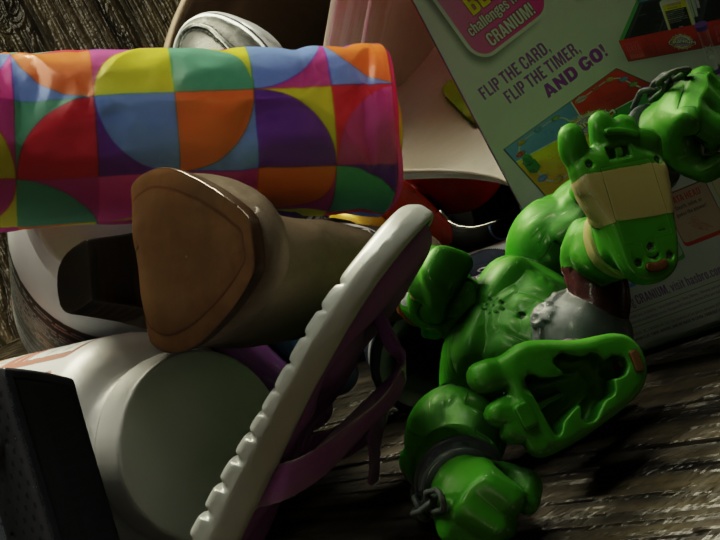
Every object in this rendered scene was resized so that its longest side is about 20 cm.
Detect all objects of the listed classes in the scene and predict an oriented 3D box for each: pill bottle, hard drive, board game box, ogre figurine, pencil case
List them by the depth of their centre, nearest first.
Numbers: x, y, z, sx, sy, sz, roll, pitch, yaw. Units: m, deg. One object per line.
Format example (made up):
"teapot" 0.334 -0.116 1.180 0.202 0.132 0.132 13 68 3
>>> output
"ogre figurine" 0.068 0.022 0.713 0.098 0.200 0.120 15 -19 -14
"board game box" 0.122 -0.075 0.776 0.153 0.200 0.040 -22 9 38
"hard drive" -0.167 0.115 0.833 0.042 0.135 0.200 -14 -5 -37
"pencil case" -0.081 -0.060 0.842 0.199 0.089 0.088 -2 3 -9
"pill bottle" -0.122 0.089 0.896 0.112 0.112 0.200 -32 11 -33
"pill bottle" -0.124 -0.009 0.970 0.114 0.114 0.200 -30 -9 -16

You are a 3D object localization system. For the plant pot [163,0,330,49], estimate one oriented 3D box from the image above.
"plant pot" -0.006 -0.116 1.229 0.200 0.201 0.174 -23 -33 37

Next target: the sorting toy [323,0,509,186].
"sorting toy" 0.069 -0.120 0.871 0.107 0.200 0.180 -10 35 -34

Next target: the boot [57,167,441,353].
"boot" -0.028 -0.001 0.771 0.146 0.070 0.200 1 -3 -31

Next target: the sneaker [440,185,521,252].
"sneaker" 0.060 -0.007 1.042 0.070 0.078 0.200 -34 9 -39

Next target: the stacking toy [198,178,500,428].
"stacking toy" 0.000 0.000 0.958 0.200 0.085 0.085 -48 7 0

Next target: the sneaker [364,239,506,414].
"sneaker" 0.090 0.005 0.867 0.200 0.070 0.109 -28 7 8

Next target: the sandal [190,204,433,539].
"sandal" -0.015 0.065 0.701 0.203 0.050 0.082 -60 -4 22

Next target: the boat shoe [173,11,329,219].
"boat shoe" -0.079 -0.094 1.114 0.068 0.200 0.074 23 -59 -43
